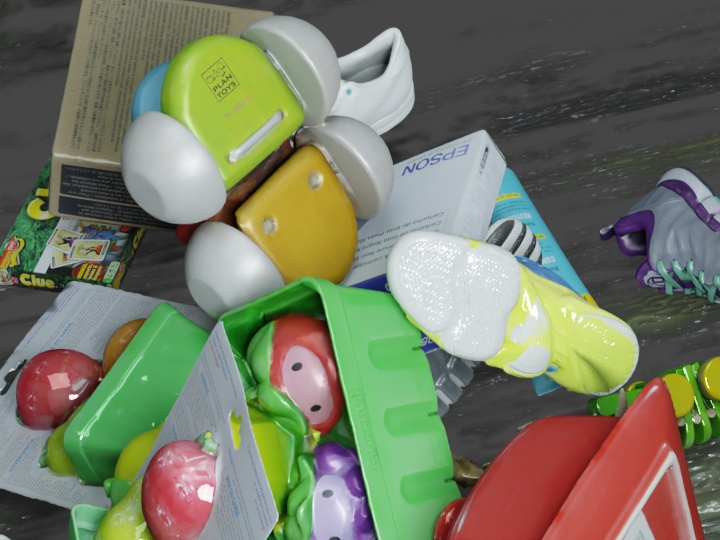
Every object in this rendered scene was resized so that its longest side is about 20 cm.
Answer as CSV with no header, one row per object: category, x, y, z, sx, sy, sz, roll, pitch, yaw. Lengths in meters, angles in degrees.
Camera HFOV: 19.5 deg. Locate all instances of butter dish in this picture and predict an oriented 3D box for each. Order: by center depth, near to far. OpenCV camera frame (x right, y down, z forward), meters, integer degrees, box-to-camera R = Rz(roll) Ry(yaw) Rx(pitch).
butter dish,0.111,0.179,1.287,0.147,0.201,0.200,15,51,33

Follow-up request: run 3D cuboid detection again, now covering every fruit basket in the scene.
fruit basket,-0.102,0.161,1.228,0.093,0.201,0.186,22,24,-27
fruit basket,-0.055,0.117,1.350,0.155,0.216,0.216,-23,21,53
fruit basket,-0.183,0.094,1.492,0.199,0.094,0.186,6,50,39

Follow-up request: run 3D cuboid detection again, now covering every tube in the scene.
tube,0.129,0.007,1.563,0.077,0.051,0.201,-22,51,-4

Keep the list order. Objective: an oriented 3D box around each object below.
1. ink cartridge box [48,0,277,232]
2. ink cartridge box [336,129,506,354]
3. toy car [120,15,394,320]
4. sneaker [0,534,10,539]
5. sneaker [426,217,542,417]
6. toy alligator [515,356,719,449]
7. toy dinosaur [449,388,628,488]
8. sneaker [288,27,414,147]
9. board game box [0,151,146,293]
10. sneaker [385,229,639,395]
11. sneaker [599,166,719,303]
ink cartridge box,-0.157,-0.127,1.684,0.163,0.075,0.201,9,48,-5
ink cartridge box,0.000,0.000,1.518,0.198,0.041,0.201,-21,32,30
toy car,-0.088,-0.072,1.470,0.175,0.201,0.149,-44,28,-26
sneaker,-0.258,0.194,1.406,0.104,0.076,0.201,-20,53,-6
sneaker,0.040,0.040,1.536,0.200,0.075,0.115,-47,28,-16
toy alligator,0.200,0.102,1.441,0.198,0.059,0.055,-18,87,-22
toy dinosaur,0.133,0.133,1.370,0.100,0.199,0.059,18,65,-31
sneaker,-0.036,-0.111,1.579,0.075,0.089,0.200,35,64,19
board game box,-0.214,-0.059,1.696,0.104,0.024,0.201,5,46,16
sneaker,0.089,0.022,1.407,0.076,0.199,0.105,-58,25,7
sneaker,0.257,0.005,1.536,0.087,0.075,0.200,-34,39,-6
